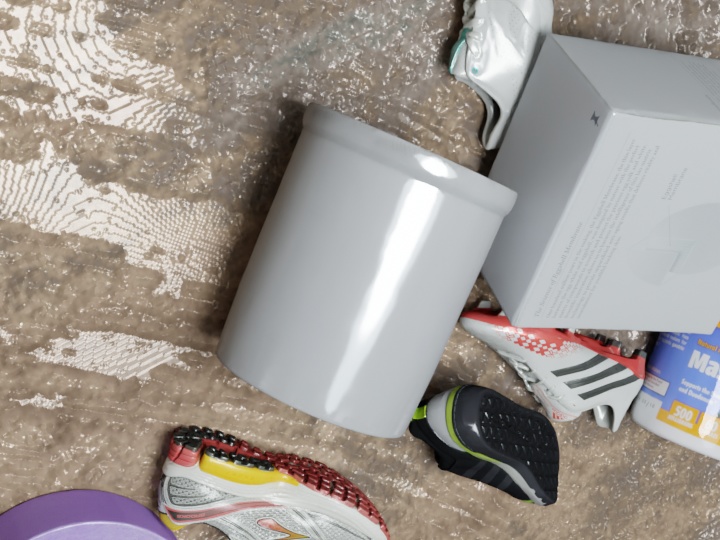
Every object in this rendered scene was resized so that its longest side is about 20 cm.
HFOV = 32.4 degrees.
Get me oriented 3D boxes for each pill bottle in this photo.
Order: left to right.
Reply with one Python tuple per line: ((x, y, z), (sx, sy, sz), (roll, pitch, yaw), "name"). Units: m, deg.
((0.328, 0.061, 1.112), (0.112, 0.112, 0.201), (18, 95, -27), "pill bottle")

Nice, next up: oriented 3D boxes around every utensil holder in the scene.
((0.000, 0.000, 0.922), (0.169, 0.170, 0.201), (21, 96, -27), "utensil holder")

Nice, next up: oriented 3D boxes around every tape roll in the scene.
((-0.217, 0.273, 0.943), (0.199, 0.066, 0.201), (-6, 105, -24), "tape roll")

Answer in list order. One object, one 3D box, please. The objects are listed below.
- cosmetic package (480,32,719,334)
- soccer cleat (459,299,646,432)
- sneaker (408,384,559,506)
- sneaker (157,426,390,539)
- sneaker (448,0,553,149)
((0.217, -0.063, 0.990), (0.199, 0.123, 0.200), (3, 127, -26), "cosmetic package")
((0.164, 0.084, 1.070), (0.199, 0.069, 0.086), (19, 90, -31), "soccer cleat")
((0.106, 0.147, 1.065), (0.200, 0.082, 0.072), (43, 48, -45), "sneaker")
((-0.069, 0.191, 0.991), (0.199, 0.078, 0.083), (20, 98, -17), "sneaker")
((0.103, -0.189, 0.975), (0.088, 0.075, 0.201), (-26, 114, -11), "sneaker")
